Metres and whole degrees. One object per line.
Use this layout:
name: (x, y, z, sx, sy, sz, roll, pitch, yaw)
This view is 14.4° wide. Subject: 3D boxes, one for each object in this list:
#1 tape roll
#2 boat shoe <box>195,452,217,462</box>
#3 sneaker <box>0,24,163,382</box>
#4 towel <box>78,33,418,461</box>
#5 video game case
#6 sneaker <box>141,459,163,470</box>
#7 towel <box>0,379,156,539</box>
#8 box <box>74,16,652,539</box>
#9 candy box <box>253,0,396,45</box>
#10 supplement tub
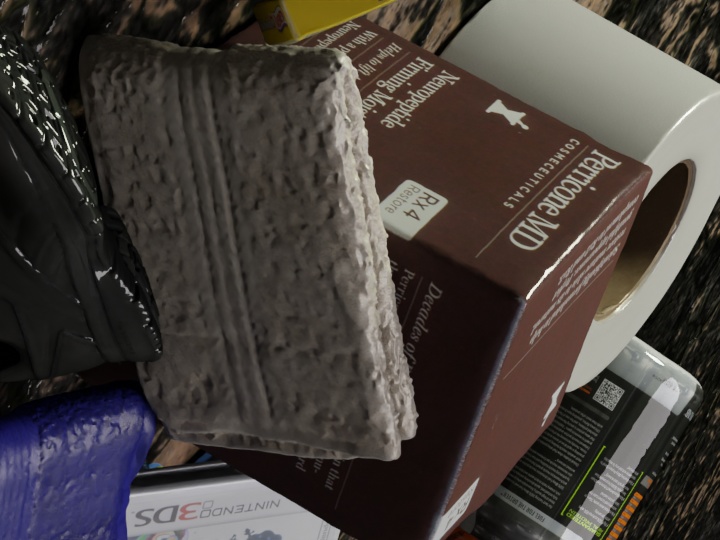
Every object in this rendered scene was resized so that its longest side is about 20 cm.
tape roll: (0.111, -0.049, 1.670, 0.203, 0.139, 0.203, -49, 159, -26)
boat shoe: (-0.051, 0.127, 1.640, 0.200, 0.069, 0.084, -40, 155, -36)
sneaker: (-0.147, -0.017, 1.183, 0.090, 0.076, 0.200, -19, 135, 0)
towel: (-0.047, -0.009, 1.254, 0.034, 0.132, 0.201, -47, 135, -52)
video game case: (-0.102, 0.186, 1.459, 0.181, 0.024, 0.201, -5, 123, -35)
sneaker: (-0.116, 0.154, 1.511, 0.078, 0.066, 0.200, -43, 154, -13)
towel: (-0.187, 0.127, 1.288, 0.199, 0.049, 0.148, -13, 124, -43)
box: (0.000, 0.000, 1.359, 0.166, 0.199, 0.165, -42, 156, -55)
candy box: (0.051, -0.150, 1.298, 0.199, 0.027, 0.102, -24, -172, -7)
supplement tub: (0.149, 0.138, 2.069, 0.200, 0.122, 0.123, -57, 161, -3)
